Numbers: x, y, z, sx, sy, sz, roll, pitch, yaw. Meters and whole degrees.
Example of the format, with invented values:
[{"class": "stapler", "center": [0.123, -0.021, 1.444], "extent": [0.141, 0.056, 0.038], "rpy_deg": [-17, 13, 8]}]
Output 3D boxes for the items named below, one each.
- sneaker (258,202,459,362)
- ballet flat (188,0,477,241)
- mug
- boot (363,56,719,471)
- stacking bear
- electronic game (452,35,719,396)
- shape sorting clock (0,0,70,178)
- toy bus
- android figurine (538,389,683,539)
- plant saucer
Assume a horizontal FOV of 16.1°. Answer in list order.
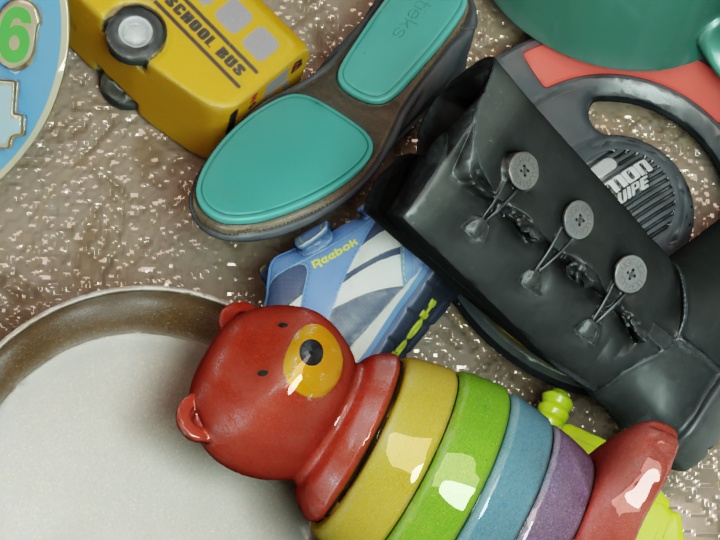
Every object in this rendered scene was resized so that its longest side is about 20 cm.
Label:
[{"class": "sneaker", "center": [0.000, 0.000, 1.227], "extent": [0.082, 0.074, 0.200], "rpy_deg": [38, 84, 17]}, {"class": "ballet flat", "center": [-0.010, -0.068, 1.265], "extent": [0.073, 0.073, 0.200], "rpy_deg": [39, 62, 6]}, {"class": "mug", "center": [0.155, -0.189, 1.293], "extent": [0.184, 0.115, 0.152], "rpy_deg": [20, 55, 4]}, {"class": "boot", "center": [0.115, -0.028, 1.198], "extent": [0.200, 0.066, 0.165], "rpy_deg": [39, 61, -17]}, {"class": "stacking bear", "center": [0.018, 0.084, 1.120], "extent": [0.200, 0.114, 0.122], "rpy_deg": [29, 61, -7]}, {"class": "electronic game", "center": [0.130, -0.031, 1.290], "extent": [0.199, 0.042, 0.201], "rpy_deg": [3, 70, -7]}, {"class": "shape sorting clock", "center": [-0.240, -0.119, 1.230], "extent": [0.199, 0.039, 0.201], "rpy_deg": [0, 102, -1]}, {"class": "toy bus", "center": [-0.123, -0.147, 1.280], "extent": [0.078, 0.065, 0.200], "rpy_deg": [-42, 81, -20]}, {"class": "android figurine", "center": [0.079, 0.154, 1.209], "extent": [0.182, 0.041, 0.200], "rpy_deg": [26, 70, 1]}, {"class": "plant saucer", "center": [-0.098, 0.108, 1.154], "extent": [0.199, 0.032, 0.201], "rpy_deg": [2, 82, -16]}]
